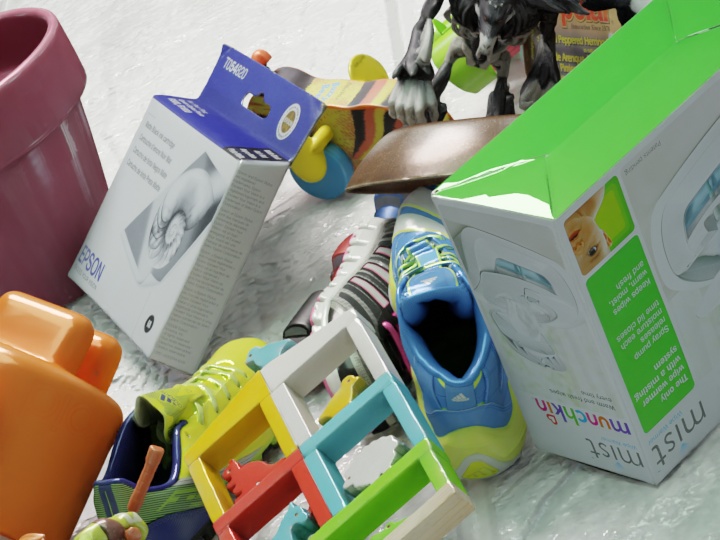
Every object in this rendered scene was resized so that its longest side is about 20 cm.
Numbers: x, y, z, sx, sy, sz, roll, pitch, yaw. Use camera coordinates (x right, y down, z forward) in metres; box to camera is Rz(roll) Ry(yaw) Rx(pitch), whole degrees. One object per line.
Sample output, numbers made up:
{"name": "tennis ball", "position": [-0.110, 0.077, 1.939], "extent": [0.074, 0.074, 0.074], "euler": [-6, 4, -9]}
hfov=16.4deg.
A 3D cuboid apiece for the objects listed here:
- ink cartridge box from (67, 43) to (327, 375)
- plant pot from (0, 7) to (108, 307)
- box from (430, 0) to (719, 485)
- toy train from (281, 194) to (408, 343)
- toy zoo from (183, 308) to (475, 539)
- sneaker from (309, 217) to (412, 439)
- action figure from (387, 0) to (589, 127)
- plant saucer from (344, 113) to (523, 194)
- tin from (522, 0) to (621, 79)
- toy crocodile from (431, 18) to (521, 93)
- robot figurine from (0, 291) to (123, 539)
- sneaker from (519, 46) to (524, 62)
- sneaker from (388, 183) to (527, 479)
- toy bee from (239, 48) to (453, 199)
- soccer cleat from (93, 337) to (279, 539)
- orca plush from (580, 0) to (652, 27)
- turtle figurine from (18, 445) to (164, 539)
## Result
{"name": "ink cartridge box", "position": [-0.116, -0.052, 1.689], "extent": [0.200, 0.041, 0.200], "euler": [-64, 27, 5]}
{"name": "plant pot", "position": [-0.268, -0.065, 1.820], "extent": [0.200, 0.179, 0.200], "euler": [-22, 26, 11]}
{"name": "box", "position": [0.157, -0.020, 1.325], "extent": [0.200, 0.177, 0.097], "euler": [-40, 33, -28]}
{"name": "toy train", "position": [0.000, 0.000, 1.593], "extent": [0.034, 0.046, 0.200], "euler": [-8, 31, 35]}
{"name": "toy zoo", "position": [-0.025, 0.104, 1.353], "extent": [0.131, 0.020, 0.200], "euler": [-42, 38, 8]}
{"name": "sneaker", "position": [0.030, 0.023, 1.489], "extent": [0.087, 0.074, 0.200], "euler": [-17, 26, 22]}
{"name": "action figure", "position": [0.078, -0.126, 1.601], "extent": [0.119, 0.200, 0.102], "euler": [7, 60, -2]}
{"name": "plant saucer", "position": [0.089, -0.071, 1.502], "extent": [0.200, 0.037, 0.200], "euler": [-4, -2, 0]}
{"name": "tin", "position": [0.165, -0.128, 1.586], "extent": [0.042, 0.112, 0.200], "euler": [-19, 15, -21]}
{"name": "toy crocodile", "position": [0.092, -0.168, 1.780], "extent": [0.067, 0.062, 0.200], "euler": [-38, -1, 16]}
{"name": "robot figurine", "position": [-0.213, 0.114, 1.444], "extent": [0.200, 0.117, 0.144], "euler": [-66, 12, -10]}
{"name": "sneaker", "position": [0.177, -0.148, 1.687], "extent": [0.082, 0.074, 0.200], "euler": [-43, 20, -15]}
{"name": "sneaker", "position": [0.053, 0.011, 1.383], "extent": [0.076, 0.105, 0.200], "euler": [-13, 53, 1]}
{"name": "toy bee", "position": [-0.037, -0.104, 1.756], "extent": [0.200, 0.109, 0.131], "euler": [-19, 28, 17]}
{"name": "soccer cleat", "position": [-0.097, 0.091, 1.469], "extent": [0.065, 0.084, 0.200], "euler": [-11, 30, 29]}
{"name": "orca plush", "position": [0.202, -0.088, 1.444], "extent": [0.071, 0.200, 0.105], "euler": [-52, 7, 2]}
{"name": "turtle figurine", "position": [-0.164, 0.188, 1.327], "extent": [0.200, 0.064, 0.161], "euler": [-47, 33, 5]}
